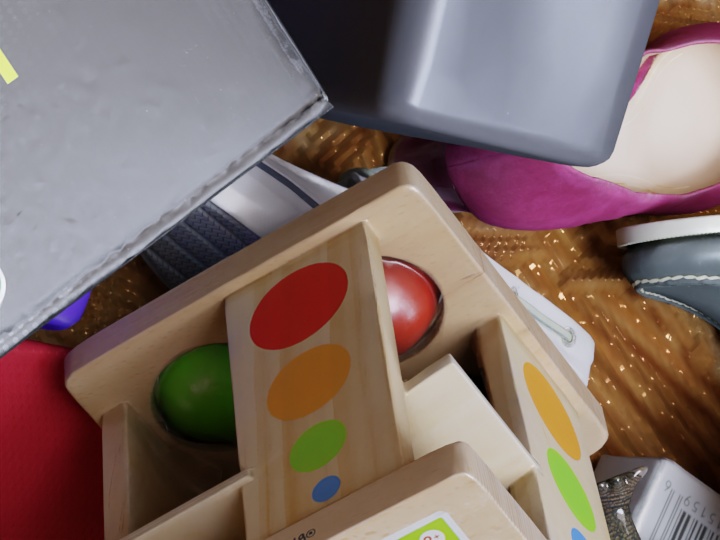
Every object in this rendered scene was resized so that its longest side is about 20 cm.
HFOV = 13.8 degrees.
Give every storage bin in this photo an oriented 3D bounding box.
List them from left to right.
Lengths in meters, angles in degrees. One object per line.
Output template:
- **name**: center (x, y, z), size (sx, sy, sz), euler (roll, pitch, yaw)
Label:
- **storage bin**: center (0.011, -0.111, 0.912), size (0.145, 0.200, 0.135), euler (12, 91, -30)

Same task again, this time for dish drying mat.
- **dish drying mat**: center (-0.082, 0.062, 0.931), size (0.200, 0.018, 0.077), euler (13, 103, -31)

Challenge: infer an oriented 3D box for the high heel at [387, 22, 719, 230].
- **high heel**: center (0.112, -0.053, 1.019), size (0.200, 0.096, 0.067), euler (-7, 91, -31)

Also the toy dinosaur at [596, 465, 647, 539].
- **toy dinosaur**: center (0.066, 0.127, 0.950), size (0.200, 0.077, 0.102), euler (-21, 84, -29)

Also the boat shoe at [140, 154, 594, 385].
- **boat shoe**: center (0.000, 0.000, 0.971), size (0.200, 0.073, 0.067), euler (41, 59, -35)

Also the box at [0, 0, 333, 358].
- **box**: center (-0.137, -0.071, 0.809), size (0.193, 0.048, 0.200), euler (-36, 106, -14)

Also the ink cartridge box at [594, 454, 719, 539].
- **ink cartridge box**: center (0.131, 0.188, 1.050), size (0.200, 0.044, 0.174), euler (36, 71, -25)

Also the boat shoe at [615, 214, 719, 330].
- **boat shoe**: center (0.173, 0.022, 1.068), size (0.200, 0.073, 0.062), euler (13, 77, -35)

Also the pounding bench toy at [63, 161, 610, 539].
- **pounding bench toy**: center (-0.032, 0.089, 0.875), size (0.200, 0.156, 0.124), euler (-29, 125, 14)

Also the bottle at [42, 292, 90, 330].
- **bottle**: center (-0.109, -0.084, 0.897), size (0.084, 0.065, 0.200), euler (19, 75, -62)
